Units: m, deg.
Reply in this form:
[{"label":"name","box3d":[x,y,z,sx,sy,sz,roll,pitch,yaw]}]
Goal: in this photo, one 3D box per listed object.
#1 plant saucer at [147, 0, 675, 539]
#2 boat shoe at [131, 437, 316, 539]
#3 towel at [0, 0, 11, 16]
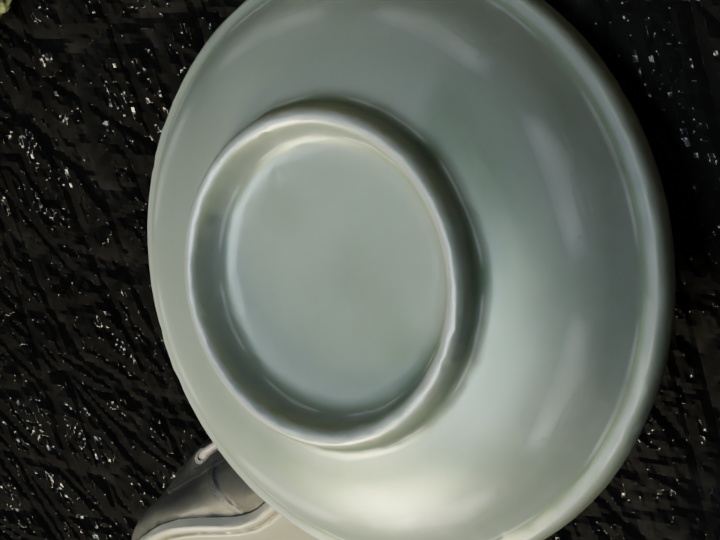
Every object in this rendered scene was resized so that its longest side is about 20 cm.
[{"label":"plant saucer","box3d":[0.000,0.000,0.751,0.200,0.050,0.200,7,102,34]},{"label":"boat shoe","box3d":[-0.022,0.075,0.885,0.067,0.057,0.200,25,151,-22]},{"label":"towel","box3d":[-0.152,-0.175,0.839,0.148,0.036,0.200,47,139,7]}]
